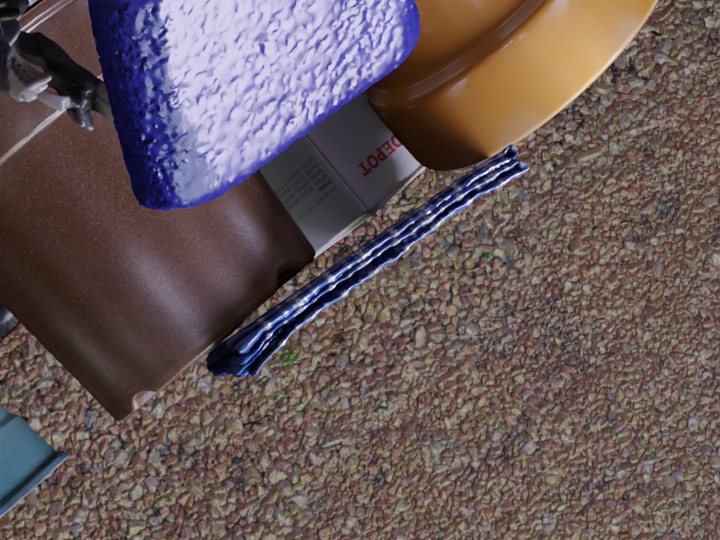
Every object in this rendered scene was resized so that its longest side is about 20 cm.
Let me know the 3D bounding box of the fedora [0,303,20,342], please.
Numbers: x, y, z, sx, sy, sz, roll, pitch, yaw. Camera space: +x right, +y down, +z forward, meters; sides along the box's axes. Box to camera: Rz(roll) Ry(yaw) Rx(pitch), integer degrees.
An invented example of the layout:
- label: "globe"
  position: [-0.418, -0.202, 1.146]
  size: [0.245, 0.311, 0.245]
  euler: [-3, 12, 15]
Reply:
- label: "fedora"
  position: [-0.254, -0.018, 1.334]
  size: [0.201, 0.092, 0.201]
  euler: [-46, 179, -1]

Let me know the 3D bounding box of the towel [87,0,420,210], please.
- label: "towel"
  position: [-0.044, -0.132, 0.685]
  size: [0.147, 0.049, 0.201]
  euler: [-37, 141, -27]

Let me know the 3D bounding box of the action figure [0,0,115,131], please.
- label: "action figure"
  position: [-0.103, -0.116, 0.762]
  size: [0.200, 0.102, 0.119]
  euler: [-42, 168, -28]

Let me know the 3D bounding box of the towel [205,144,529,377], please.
- label: "towel"
  position: [0.000, 0.000, 1.108]
  size: [0.199, 0.024, 0.145]
  euler: [-35, -178, -11]

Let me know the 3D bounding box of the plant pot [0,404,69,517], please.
- label: "plant pot"
  position: [-0.348, 0.125, 1.413]
  size: [0.200, 0.197, 0.200]
  euler: [-40, -177, 2]

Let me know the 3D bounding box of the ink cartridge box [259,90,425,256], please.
- label: "ink cartridge box"
  position: [-0.046, -0.122, 1.248]
  size: [0.083, 0.200, 0.146]
  euler: [-38, -177, 39]

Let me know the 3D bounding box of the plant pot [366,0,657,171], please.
- label: "plant pot"
  position: [0.051, -0.194, 1.153]
  size: [0.200, 0.183, 0.201]
  euler: [-38, -159, 17]

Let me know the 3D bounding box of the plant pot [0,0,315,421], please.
- label: "plant pot"
  position: [-0.143, -0.035, 1.104]
  size: [0.200, 0.199, 0.200]
  euler: [-39, -178, 1]
